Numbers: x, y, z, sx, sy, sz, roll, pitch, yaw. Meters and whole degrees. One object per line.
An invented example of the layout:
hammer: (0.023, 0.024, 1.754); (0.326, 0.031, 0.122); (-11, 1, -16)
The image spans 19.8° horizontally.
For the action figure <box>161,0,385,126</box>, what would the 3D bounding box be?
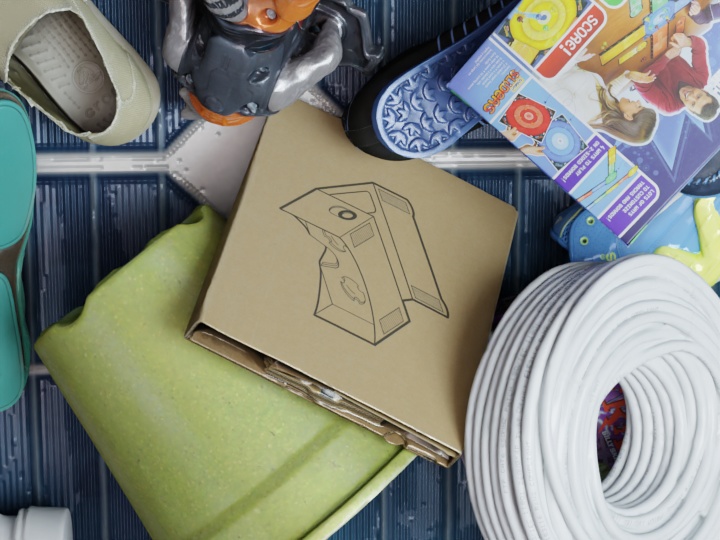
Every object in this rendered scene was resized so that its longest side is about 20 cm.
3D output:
action figure: (-0.090, -0.150, 1.133); (0.200, 0.105, 0.194); (20, 148, 8)

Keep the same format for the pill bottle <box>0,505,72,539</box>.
pill bottle: (-0.274, 0.183, 1.227); (0.200, 0.112, 0.112); (1, 104, -2)

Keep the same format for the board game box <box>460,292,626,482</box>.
board game box: (0.121, 0.105, 1.245); (0.120, 0.032, 0.200); (-17, 112, 13)

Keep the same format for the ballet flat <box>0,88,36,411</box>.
ballet flat: (-0.229, -0.015, 1.197); (0.067, 0.070, 0.200); (-11, 116, -33)

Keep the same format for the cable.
cable: (0.142, 0.090, 1.144); (0.200, 0.069, 0.200); (23, 77, -41)

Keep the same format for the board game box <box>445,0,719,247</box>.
board game box: (0.161, -0.129, 1.097); (0.135, 0.034, 0.200); (42, 111, -2)

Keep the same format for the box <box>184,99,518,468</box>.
box: (0.000, 0.000, 1.161); (0.163, 0.200, 0.021); (27, 134, -10)

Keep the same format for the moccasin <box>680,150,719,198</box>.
moccasin: (0.184, -0.143, 1.157); (0.080, 0.068, 0.200); (-4, 77, 13)

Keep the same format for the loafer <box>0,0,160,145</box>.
loafer: (-0.193, -0.148, 1.169); (0.200, 0.068, 0.076); (42, 98, -12)

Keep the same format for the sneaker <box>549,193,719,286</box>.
sneaker: (0.173, -0.040, 1.214); (0.105, 0.076, 0.200); (13, 104, -6)

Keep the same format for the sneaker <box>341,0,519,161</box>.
sneaker: (0.078, -0.123, 1.197); (0.200, 0.078, 0.070); (-26, 103, -19)

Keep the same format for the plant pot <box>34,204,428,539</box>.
plant pot: (-0.081, 0.071, 1.182); (0.200, 0.200, 0.184); (-38, 92, 7)
